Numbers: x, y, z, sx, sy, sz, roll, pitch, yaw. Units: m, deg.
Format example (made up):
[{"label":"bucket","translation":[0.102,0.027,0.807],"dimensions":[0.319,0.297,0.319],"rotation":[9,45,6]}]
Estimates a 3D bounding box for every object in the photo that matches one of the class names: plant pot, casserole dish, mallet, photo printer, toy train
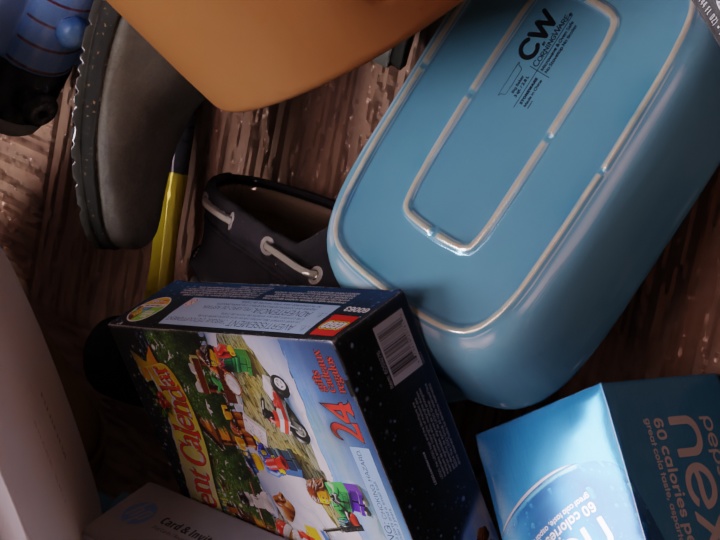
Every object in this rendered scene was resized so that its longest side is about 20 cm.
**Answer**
[{"label":"plant pot","translation":[-0.028,-0.148,0.671],"dimensions":[0.199,0.200,0.141],"rotation":[-13,115,45]},{"label":"casserole dish","translation":[0.060,-0.048,0.688],"dimensions":[0.121,0.039,0.201],"rotation":[35,92,37]},{"label":"mallet","translation":[-0.078,-0.035,0.883],"dimensions":[0.066,0.041,0.202],"rotation":[18,99,45]},{"label":"photo printer","translation":[-0.151,0.075,0.765],"dimensions":[0.200,0.069,0.168],"rotation":[-109,1,-73]},{"label":"toy train","translation":[-0.142,-0.152,0.892],"dimensions":[0.201,0.086,0.115],"rotation":[-57,47,29]}]

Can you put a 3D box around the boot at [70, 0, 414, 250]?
[{"label":"boot","translation":[-0.040,-0.095,0.785],"dimensions":[0.129,0.068,0.202],"rotation":[11,102,3]}]

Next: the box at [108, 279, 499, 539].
[{"label":"box","translation":[-0.006,0.101,0.736],"dimensions":[0.136,0.038,0.201],"rotation":[1,119,49]}]

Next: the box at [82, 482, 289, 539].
[{"label":"box","translation":[-0.021,0.192,0.758],"dimensions":[0.155,0.041,0.201],"rotation":[14,127,45]}]

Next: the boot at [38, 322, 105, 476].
[{"label":"boot","translation":[-0.177,-0.007,0.882],"dimensions":[0.175,0.066,0.201],"rotation":[45,152,19]}]

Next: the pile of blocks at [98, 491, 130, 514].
[{"label":"pile of blocks","translation":[-0.135,0.144,0.895],"dimensions":[0.199,0.062,0.082],"rotation":[-14,119,44]}]

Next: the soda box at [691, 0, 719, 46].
[{"label":"soda box","translation":[0.122,-0.146,0.647],"dimensions":[0.063,0.070,0.201],"rotation":[-44,60,34]}]

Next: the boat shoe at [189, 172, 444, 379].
[{"label":"boat shoe","translation":[0.000,0.000,0.778],"dimensions":[0.199,0.073,0.061],"rotation":[15,106,53]}]

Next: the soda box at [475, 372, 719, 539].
[{"label":"soda box","translation":[0.106,0.141,0.668],"dimensions":[0.064,0.068,0.202],"rotation":[-28,70,42]}]
